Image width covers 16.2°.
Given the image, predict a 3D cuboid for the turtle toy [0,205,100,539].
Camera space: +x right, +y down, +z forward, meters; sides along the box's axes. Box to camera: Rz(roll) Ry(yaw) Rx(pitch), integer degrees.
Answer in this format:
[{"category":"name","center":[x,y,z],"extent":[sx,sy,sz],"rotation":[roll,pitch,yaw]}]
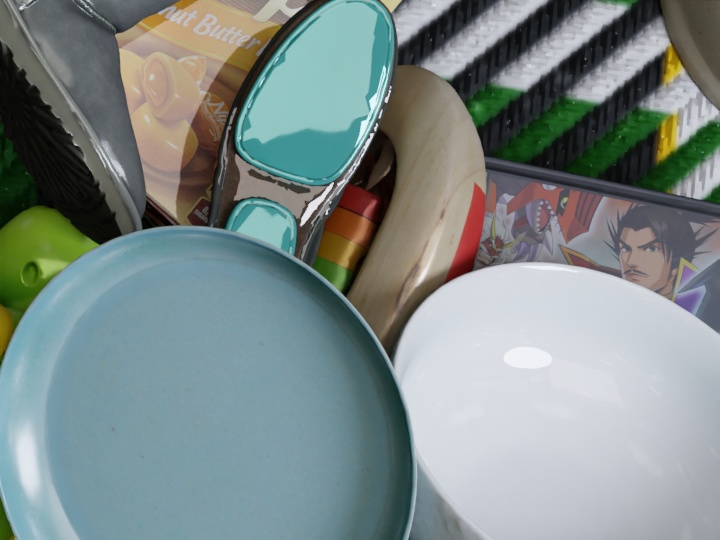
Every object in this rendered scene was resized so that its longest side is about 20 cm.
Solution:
[{"category":"turtle toy","center":[-0.178,0.058,1.184],"extent":[0.200,0.101,0.146],"rotation":[-51,131,-13]}]

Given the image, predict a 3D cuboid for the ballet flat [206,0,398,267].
[{"category":"ballet flat","center":[-0.043,-0.039,1.193],"extent":[0.068,0.068,0.201],"rotation":[24,85,-11]}]

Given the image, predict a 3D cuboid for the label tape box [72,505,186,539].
[{"category":"label tape box","center":[-0.094,0.200,1.173],"extent":[0.143,0.066,0.201],"rotation":[37,93,12]}]

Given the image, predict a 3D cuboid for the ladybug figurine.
[{"category":"ladybug figurine","center":[0.000,0.000,1.233],"extent":[0.072,0.135,0.201],"rotation":[30,85,-40]}]

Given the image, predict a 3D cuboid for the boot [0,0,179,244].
[{"category":"boot","center":[-0.088,-0.134,1.189],"extent":[0.199,0.072,0.183],"rotation":[-35,106,-28]}]

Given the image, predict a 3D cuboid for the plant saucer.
[{"category":"plant saucer","center":[-0.066,0.078,1.108],"extent":[0.198,0.027,0.202],"rotation":[3,100,19]}]

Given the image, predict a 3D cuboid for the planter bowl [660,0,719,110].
[{"category":"planter bowl","center":[0.269,-0.165,1.304],"extent":[0.198,0.135,0.202],"rotation":[1,85,-15]}]

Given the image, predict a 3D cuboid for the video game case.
[{"category":"video game case","center":[0.113,0.044,1.249],"extent":[0.198,0.026,0.182],"rotation":[12,73,12]}]

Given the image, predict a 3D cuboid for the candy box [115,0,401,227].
[{"category":"candy box","center":[-0.065,-0.123,1.255],"extent":[0.115,0.055,0.200],"rotation":[41,78,-9]}]

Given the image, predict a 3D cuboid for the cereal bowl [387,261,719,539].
[{"category":"cereal bowl","center":[0.096,0.096,1.155],"extent":[0.198,0.084,0.201],"rotation":[12,43,-12]}]
